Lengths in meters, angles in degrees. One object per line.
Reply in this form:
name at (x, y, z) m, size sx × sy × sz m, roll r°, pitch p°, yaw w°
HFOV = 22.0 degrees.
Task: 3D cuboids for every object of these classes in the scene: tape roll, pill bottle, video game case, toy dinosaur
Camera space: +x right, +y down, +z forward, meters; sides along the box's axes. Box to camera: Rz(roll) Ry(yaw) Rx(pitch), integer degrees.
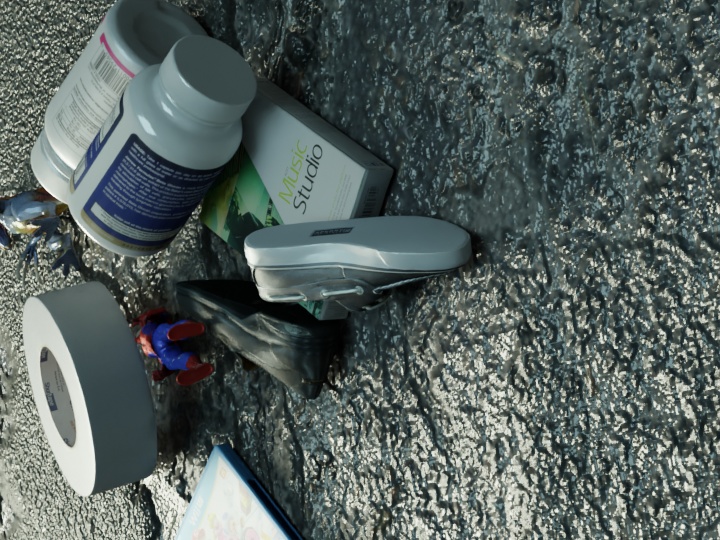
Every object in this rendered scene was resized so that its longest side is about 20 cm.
tape roll at (-0.263, 0.113, 1.792) m, size 0.200 × 0.066 × 0.200 m, roll 47°, pitch 145°, yaw 47°
pill bottle at (-0.229, -0.155, 1.757) m, size 0.200 × 0.113 × 0.113 m, roll -48°, pitch 56°, yaw 39°
pill bottle at (-0.172, -0.112, 1.642) m, size 0.200 × 0.111 × 0.111 m, roll -50°, pitch 55°, yaw 40°
video game case at (-0.101, 0.276, 1.694) m, size 0.200 × 0.018 × 0.143 m, roll 47°, pitch 126°, yaw 38°
toy dinosaur at (-0.343, -0.053, 1.953) m, size 0.200 × 0.105 × 0.181 m, roll -43°, pitch 36°, yaw -3°

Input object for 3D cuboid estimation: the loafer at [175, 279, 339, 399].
loafer at (-0.100, 0.055, 1.648) m, size 0.200 × 0.073 × 0.072 m, roll 23°, pitch 113°, yaw 48°

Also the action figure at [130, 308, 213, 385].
action figure at (-0.182, 0.068, 1.724) m, size 0.200 × 0.052 × 0.065 m, roll -171°, pitch 64°, yaw -75°

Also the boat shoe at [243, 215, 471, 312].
boat shoe at (0.000, 0.000, 1.509) m, size 0.200 × 0.072 × 0.068 m, roll -2°, pitch 114°, yaw 24°

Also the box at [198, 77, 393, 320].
box at (-0.061, -0.066, 1.623) m, size 0.200 × 0.036 × 0.144 m, roll 39°, pitch 119°, yaw 44°
